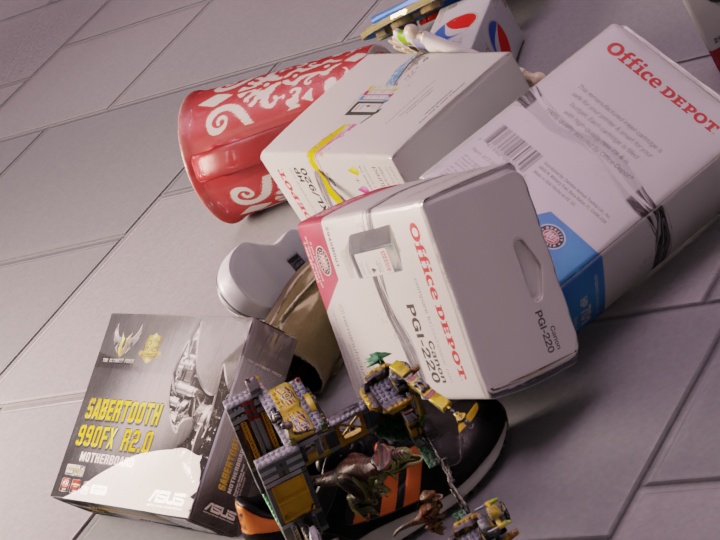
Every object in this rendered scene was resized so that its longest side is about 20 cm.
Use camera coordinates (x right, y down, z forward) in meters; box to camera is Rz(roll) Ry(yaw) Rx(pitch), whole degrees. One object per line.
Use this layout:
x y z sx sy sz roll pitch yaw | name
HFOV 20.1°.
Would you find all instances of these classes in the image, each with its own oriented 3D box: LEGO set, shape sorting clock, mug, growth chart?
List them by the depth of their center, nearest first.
0.003 0.127 1.249 0.153 0.116 0.200 -20 52 -2 | LEGO set
0.091 -0.177 1.741 0.200 0.144 0.018 0 -68 -85 | growth chart
-0.059 -0.121 1.925 0.199 0.134 0.178 -16 35 23 | mug
0.092 -0.279 2.090 0.200 0.039 0.200 -26 6 3 | shape sorting clock

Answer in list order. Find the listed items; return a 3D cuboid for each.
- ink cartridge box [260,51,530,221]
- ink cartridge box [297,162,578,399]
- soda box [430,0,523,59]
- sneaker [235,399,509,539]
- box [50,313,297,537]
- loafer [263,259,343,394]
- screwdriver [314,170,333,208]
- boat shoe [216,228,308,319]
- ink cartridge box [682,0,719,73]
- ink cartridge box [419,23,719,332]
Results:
0.049 -0.079 1.664 0.145 0.147 0.200 -43 25 -23 | ink cartridge box
0.051 0.012 1.426 0.085 0.146 0.200 -23 7 -28 | ink cartridge box
0.098 -0.191 1.933 0.068 0.064 0.200 -20 27 27 | soda box
0.008 0.133 1.364 0.200 0.090 0.070 -36 23 -9 | sneaker
-0.146 0.115 1.560 0.200 0.048 0.159 1 70 51 | box
-0.044 0.061 1.602 0.200 0.076 0.067 -49 32 -9 | loafer
0.000 0.000 1.577 0.029 0.028 0.201 -37 59 35 | screwdriver
-0.083 0.017 1.705 0.065 0.074 0.200 -40 -8 18 | boat shoe
0.316 -0.267 1.635 0.144 0.200 0.084 -26 23 13 | ink cartridge box
0.167 -0.065 1.490 0.200 0.086 0.146 -38 59 -16 | ink cartridge box
